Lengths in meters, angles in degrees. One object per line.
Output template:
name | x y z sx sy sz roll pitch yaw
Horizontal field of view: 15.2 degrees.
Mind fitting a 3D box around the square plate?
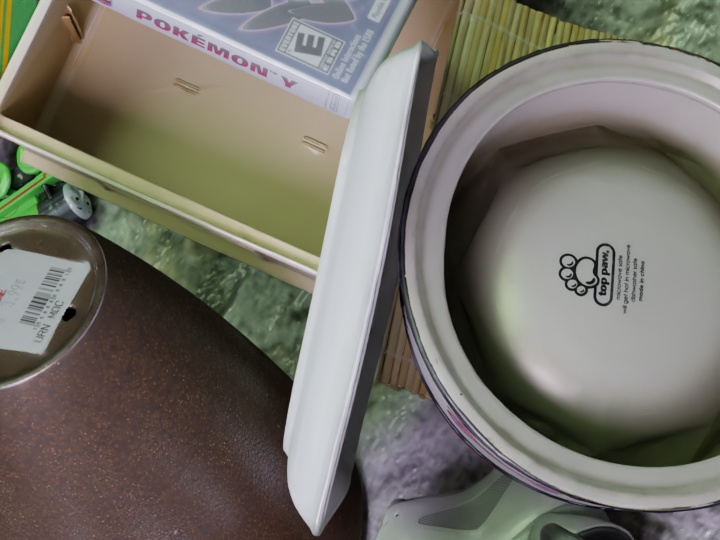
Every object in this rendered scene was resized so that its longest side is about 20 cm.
square plate | 0.000 0.000 1.142 0.028 0.200 0.199 11 94 3

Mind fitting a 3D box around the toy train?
toy train | -0.224 -0.005 1.475 0.200 0.042 0.057 -33 61 21

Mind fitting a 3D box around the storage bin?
storage bin | -0.044 -0.110 1.286 0.198 0.094 0.201 24 82 4

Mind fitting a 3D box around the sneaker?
sneaker | 0.022 0.150 1.182 0.200 0.074 0.089 -38 49 5

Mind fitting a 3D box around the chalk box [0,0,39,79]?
chalk box | -0.283 -0.107 1.492 0.201 0.125 0.124 -61 24 -3

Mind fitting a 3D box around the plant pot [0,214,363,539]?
plant pot | -0.117 0.071 1.206 0.186 0.200 0.187 -11 50 14

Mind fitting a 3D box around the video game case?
video game case | -0.043 -0.186 1.226 0.182 0.023 0.200 25 64 4

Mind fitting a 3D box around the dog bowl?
dog bowl | 0.106 0.009 1.117 0.074 0.199 0.201 125 157 -69

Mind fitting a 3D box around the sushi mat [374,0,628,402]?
sushi mat | 0.069 -0.027 1.222 0.012 0.095 0.201 -25 49 62
